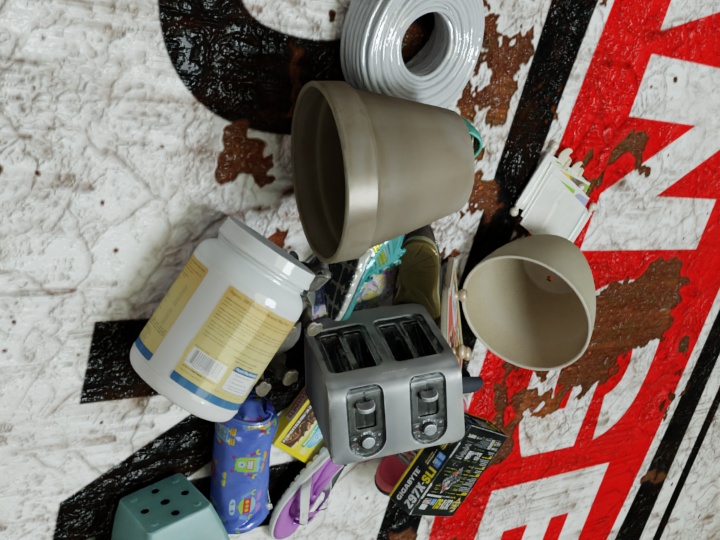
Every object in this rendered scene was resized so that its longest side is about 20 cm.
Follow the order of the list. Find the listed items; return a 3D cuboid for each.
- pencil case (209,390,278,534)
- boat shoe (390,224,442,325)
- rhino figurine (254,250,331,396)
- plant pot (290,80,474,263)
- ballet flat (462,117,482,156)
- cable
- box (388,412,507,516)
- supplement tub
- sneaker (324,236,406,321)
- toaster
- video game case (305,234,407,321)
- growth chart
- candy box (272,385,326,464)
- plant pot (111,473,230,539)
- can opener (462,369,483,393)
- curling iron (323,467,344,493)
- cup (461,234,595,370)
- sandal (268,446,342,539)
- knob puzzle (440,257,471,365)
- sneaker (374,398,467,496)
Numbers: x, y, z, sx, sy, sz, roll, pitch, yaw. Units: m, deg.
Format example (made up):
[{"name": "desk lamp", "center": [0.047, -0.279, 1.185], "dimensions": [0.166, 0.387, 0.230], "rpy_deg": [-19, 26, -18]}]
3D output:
[{"name": "pencil case", "center": [-0.154, 0.255, 1.334], "dimensions": [0.086, 0.078, 0.202], "rpy_deg": [2, 118, -10]}, {"name": "boat shoe", "center": [0.082, 0.019, 1.378], "dimensions": [0.201, 0.072, 0.065], "rpy_deg": [97, 9, -46]}, {"name": "rhino figurine", "center": [-0.088, 0.052, 1.250], "dimensions": [0.059, 0.088, 0.201], "rpy_deg": [14, 113, -35]}, {"name": "plant pot", "center": [0.030, -0.116, 1.149], "dimensions": [0.172, 0.200, 0.202], "rpy_deg": [-6, 121, -19]}, {"name": "ballet flat", "center": [0.080, -0.140, 1.302], "dimensions": [0.199, 0.070, 0.068], "rpy_deg": [-30, 134, -24]}, {"name": "cable", "center": [0.066, -0.279, 1.204], "dimensions": [0.199, 0.069, 0.202], "rpy_deg": [11, 108, -45]}, {"name": "box", "center": [0.138, 0.295, 1.535], "dimensions": [0.160, 0.049, 0.200], "rpy_deg": [-55, 153, 4]}, {"name": "supplement tub", "center": [-0.156, 0.055, 1.160], "dimensions": [0.144, 0.144, 0.201], "rpy_deg": [32, 93, -47]}, {"name": "sneaker", "center": [0.018, -0.019, 1.276], "dimensions": [0.079, 0.078, 0.201], "rpy_deg": [20, 107, -30]}, {"name": "toaster", "center": [0.026, 0.140, 1.309], "dimensions": [0.179, 0.200, 0.120], "rpy_deg": [-8, 119, -12]}, {"name": "video game case", "center": [0.000, 0.000, 1.358], "dimensions": [0.200, 0.018, 0.144], "rpy_deg": [-41, 136, -14]}, {"name": "growth chart", "center": [0.305, -0.101, 1.566], "dimensions": [0.145, 0.018, 0.200], "rpy_deg": [-53, 137, -3]}, {"name": "candy box", "center": [-0.040, 0.177, 1.427], "dimensions": [0.201, 0.026, 0.102], "rpy_deg": [-52, 141, -2]}, {"name": "plant pot", "center": [-0.240, 0.378, 1.299], "dimensions": [0.140, 0.141, 0.202], "rpy_deg": [-20, 120, -31]}, {"name": "can opener", "center": [0.123, 0.167, 1.538], "dimensions": [0.199, 0.063, 0.079], "rpy_deg": [14, 105, -45]}, {"name": "curling iron", "center": [-0.004, 0.249, 1.503], "dimensions": [0.049, 0.026, 0.201], "rpy_deg": [22, 100, -43]}, {"name": "cup", "center": [0.269, 0.026, 1.511], "dimensions": [0.143, 0.198, 0.202], "rpy_deg": [-49, 144, -45]}, {"name": "sandal", "center": [-0.067, 0.323, 1.454], "dimensions": [0.082, 0.050, 0.204], "rpy_deg": [8, 121, -51]}, {"name": "knob puzzle", "center": [0.138, 0.109, 1.439], "dimensions": [0.220, 0.030, 0.223], "rpy_deg": [-1, 90, -79]}, {"name": "sneaker", "center": [0.093, 0.261, 1.556], "dimensions": [0.200, 0.074, 0.087], "rpy_deg": [-39, 150, -28]}]
